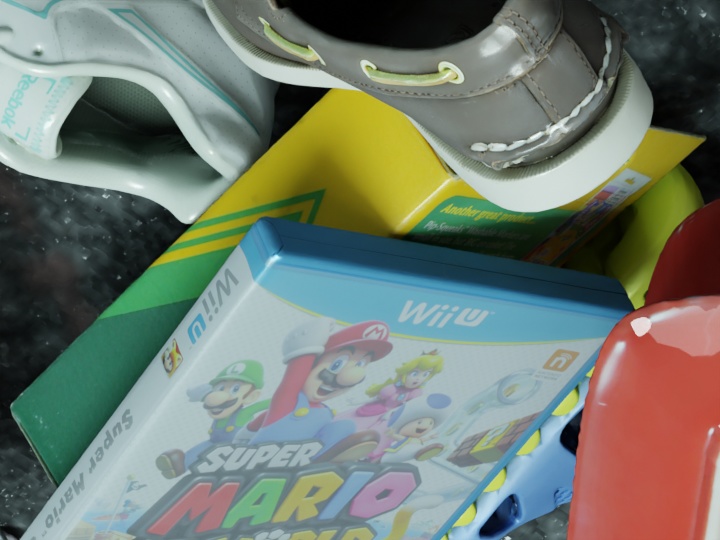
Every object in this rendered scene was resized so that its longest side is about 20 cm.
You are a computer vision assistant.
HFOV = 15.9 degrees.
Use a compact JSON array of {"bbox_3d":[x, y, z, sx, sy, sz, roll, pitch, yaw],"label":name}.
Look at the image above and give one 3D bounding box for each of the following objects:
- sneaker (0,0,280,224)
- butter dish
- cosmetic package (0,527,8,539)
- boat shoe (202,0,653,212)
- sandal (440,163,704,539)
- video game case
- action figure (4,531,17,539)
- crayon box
[{"bbox_3d":[-0.114,-0.075,0.774,0.199,0.080,0.071,19,123,-15],"label":"sneaker"},{"bbox_3d":[0.155,0.035,0.782,0.198,0.148,0.200,-2,136,-3],"label":"butter dish"},{"bbox_3d":[-0.180,0.031,0.784,0.081,0.113,0.201,-31,143,-9],"label":"cosmetic package"},{"bbox_3d":[0.002,-0.082,0.712,0.072,0.200,0.060,-44,130,-6],"label":"boat shoe"},{"bbox_3d":[0.068,0.055,0.881,0.087,0.080,0.200,31,118,-27],"label":"sandal"},{"bbox_3d":[-0.024,0.066,0.792,0.142,0.018,0.200,9,131,-39],"label":"video game case"},{"bbox_3d":[-0.098,0.185,0.920,0.133,0.150,0.201,16,136,-8],"label":"action figure"},{"bbox_3d":[0.000,0.000,0.811,0.200,0.052,0.125,-42,159,22],"label":"crayon box"}]
